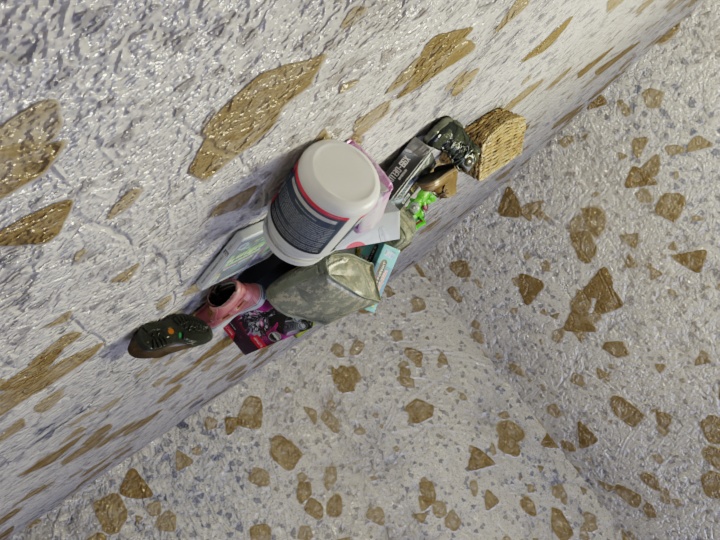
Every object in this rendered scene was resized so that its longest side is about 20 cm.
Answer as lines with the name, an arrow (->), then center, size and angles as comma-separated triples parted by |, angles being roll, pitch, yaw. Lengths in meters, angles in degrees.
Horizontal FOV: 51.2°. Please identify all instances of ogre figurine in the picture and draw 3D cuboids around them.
ogre figurine -> 0.163, -0.179, 2.196 | 0.120, 0.098, 0.200 | -47, -169, -34

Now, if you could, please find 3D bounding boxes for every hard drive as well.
hard drive -> -0.162, -0.006, 1.651 | 0.200, 0.042, 0.135 | -36, 149, 23

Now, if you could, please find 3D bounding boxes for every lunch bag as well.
lunch bag -> -0.082, 0.031, 1.587 | 0.164, 0.118, 0.200 | -25, 156, 27
lunch bag -> 0.045, -0.090, 1.981 | 0.200, 0.139, 0.168 | -39, 173, 23

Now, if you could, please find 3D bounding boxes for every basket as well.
basket -> 0.317, -0.352, 1.967 | 0.200, 0.149, 0.143 | -34, 139, -31

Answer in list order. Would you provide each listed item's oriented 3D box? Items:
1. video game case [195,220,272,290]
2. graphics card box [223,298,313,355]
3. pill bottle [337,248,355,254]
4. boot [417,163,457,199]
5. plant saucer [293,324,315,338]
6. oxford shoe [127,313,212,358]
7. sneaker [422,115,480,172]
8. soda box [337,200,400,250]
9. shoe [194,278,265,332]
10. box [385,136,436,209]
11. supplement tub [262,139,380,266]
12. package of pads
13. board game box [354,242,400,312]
video game case -> -0.205, -0.047, 1.449 | 0.200, 0.023, 0.182 | -30, 170, -48
graphics card box -> -0.227, 0.115, 1.799 | 0.200, 0.126, 0.051 | -23, -150, 15
pill bottle -> -0.110, -0.016, 1.781 | 0.200, 0.111, 0.111 | -43, 172, 37
boot -> 0.187, -0.196, 1.722 | 0.074, 0.076, 0.200 | -5, -167, 25
plant saucer -> -0.136, 0.042, 1.904 | 0.200, 0.200, 0.048 | -37, 138, -7
oxford shoe -> -0.390, 0.138, 1.534 | 0.084, 0.073, 0.200 | -38, 159, 32
sneaker -> 0.209, -0.279, 1.670 | 0.076, 0.114, 0.199 | -42, 170, 20
soda box -> -0.019, -0.090, 1.555 | 0.200, 0.063, 0.068 | -11, 120, -20
shoe -> -0.303, 0.072, 1.595 | 0.200, 0.072, 0.091 | -25, 154, 28
box -> 0.100, -0.210, 1.700 | 0.158, 0.050, 0.200 | -51, 172, 4
supplement tub -> -0.069, -0.107, 1.238 | 0.140, 0.140, 0.200 | -32, 172, -40
package of pads -> -0.007, -0.149, 1.374 | 0.076, 0.121, 0.200 | -36, 173, -10
board game box -> 0.000, 0.000, 1.745 | 0.200, 0.047, 0.151 | 22, -91, 64
